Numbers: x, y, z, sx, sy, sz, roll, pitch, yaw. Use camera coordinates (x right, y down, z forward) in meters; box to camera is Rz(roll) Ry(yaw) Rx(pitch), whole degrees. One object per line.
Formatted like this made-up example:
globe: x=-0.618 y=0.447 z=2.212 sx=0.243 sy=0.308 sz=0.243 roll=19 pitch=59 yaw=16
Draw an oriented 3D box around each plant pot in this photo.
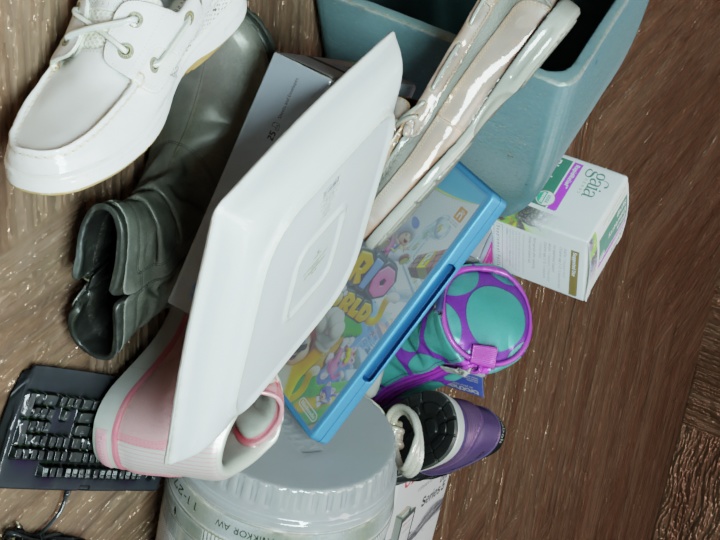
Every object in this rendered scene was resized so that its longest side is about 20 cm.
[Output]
plant pot: x=0.092 y=-0.158 z=1.086 sx=0.197 sy=0.195 sz=0.200 roll=-54 pitch=161 yaw=-34

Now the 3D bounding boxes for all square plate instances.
square plate: x=-0.037 y=-0.008 z=0.813 sx=0.200 sy=0.028 sz=0.198 roll=-51 pitch=164 yaw=-45

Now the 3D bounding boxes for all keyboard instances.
keyboard: x=-0.174 y=0.127 z=0.910 sx=0.128 sy=0.021 sz=0.200 roll=-70 pitch=158 yaw=-1

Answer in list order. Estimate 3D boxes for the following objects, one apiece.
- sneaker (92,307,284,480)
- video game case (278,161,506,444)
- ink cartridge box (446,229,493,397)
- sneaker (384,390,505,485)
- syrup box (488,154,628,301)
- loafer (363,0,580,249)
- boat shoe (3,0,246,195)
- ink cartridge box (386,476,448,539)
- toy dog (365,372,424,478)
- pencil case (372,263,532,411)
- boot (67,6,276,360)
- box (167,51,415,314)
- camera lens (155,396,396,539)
sneaker: x=-0.081 y=0.060 z=0.942 sx=0.200 sy=0.104 sz=0.076 roll=-59 pitch=150 yaw=-44
video game case: x=0.000 y=0.000 z=0.993 sx=0.018 sy=0.143 sz=0.200 roll=30 pitch=101 yaw=-39
ink cartridge box: x=0.055 y=0.025 z=1.237 sx=0.200 sy=0.119 sz=0.042 roll=82 pitch=30 yaw=-50
sneaker: x=0.029 y=0.152 z=1.184 sx=0.087 sy=0.200 sz=0.076 roll=13 pitch=67 yaw=-45
syrup box: x=0.111 y=-0.058 z=1.189 sx=0.079 sy=0.199 sz=0.082 roll=-55 pitch=155 yaw=-31
loafer: x=0.052 y=-0.105 z=0.919 sx=0.200 sy=0.063 sz=0.072 roll=-49 pitch=179 yaw=10
boat shoe: x=-0.125 y=-0.119 z=0.750 sx=0.069 sy=0.071 sz=0.200 roll=85 pitch=25 yaw=-44
ink cartridge box: x=0.011 y=0.237 z=1.369 sx=0.145 sy=0.084 sz=0.201 roll=-24 pitch=130 yaw=-62
toy dog: x=-0.024 y=0.073 z=1.113 sx=0.132 sy=0.096 sz=0.201 roll=-35 pitch=-127 yaw=57
pencil case: x=0.050 y=0.062 z=1.173 sx=0.200 sy=0.085 sz=0.093 roll=-34 pitch=-146 yaw=56
boot: x=-0.109 y=-0.050 z=0.840 sx=0.131 sy=0.068 sz=0.201 roll=-39 pitch=145 yaw=-57
box: x=-0.035 y=-0.052 z=0.891 sx=0.156 sy=0.041 sz=0.200 roll=-65 pitch=168 yaw=13
camera lens: x=-0.064 y=0.190 z=1.027 sx=0.160 sy=0.160 sz=0.201 roll=-36 pitch=144 yaw=-55
